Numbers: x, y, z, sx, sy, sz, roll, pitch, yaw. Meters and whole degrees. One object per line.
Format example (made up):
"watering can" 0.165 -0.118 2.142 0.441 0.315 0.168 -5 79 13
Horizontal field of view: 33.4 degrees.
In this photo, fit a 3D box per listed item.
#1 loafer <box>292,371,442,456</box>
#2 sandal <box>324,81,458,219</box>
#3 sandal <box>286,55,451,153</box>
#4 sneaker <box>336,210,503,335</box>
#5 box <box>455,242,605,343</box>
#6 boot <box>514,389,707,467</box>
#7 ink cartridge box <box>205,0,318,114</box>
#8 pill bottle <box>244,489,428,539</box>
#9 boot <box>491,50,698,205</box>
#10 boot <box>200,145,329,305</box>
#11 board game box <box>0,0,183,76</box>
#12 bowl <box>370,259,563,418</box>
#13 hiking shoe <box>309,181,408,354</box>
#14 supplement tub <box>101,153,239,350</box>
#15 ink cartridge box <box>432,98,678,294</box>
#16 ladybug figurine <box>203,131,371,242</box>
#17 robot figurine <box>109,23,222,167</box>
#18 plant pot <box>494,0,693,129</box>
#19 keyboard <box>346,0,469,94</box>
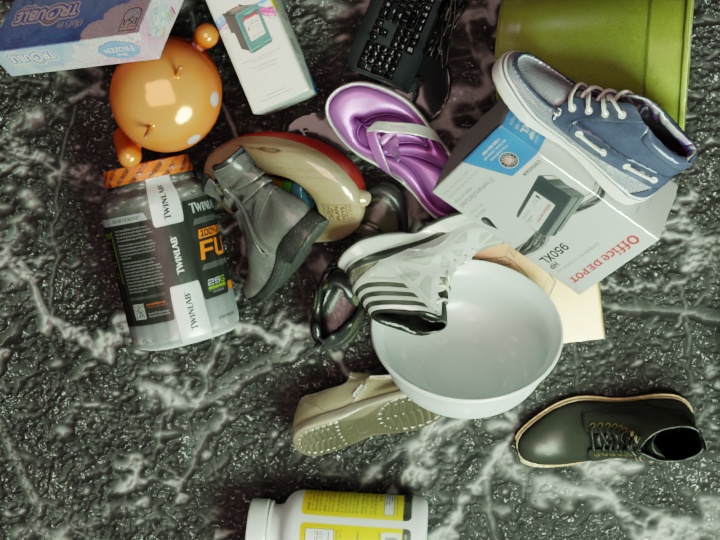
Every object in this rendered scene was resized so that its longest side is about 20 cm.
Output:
"loafer" 0.015 0.145 1.346 0.200 0.068 0.076 -15 138 -8
"sandal" 0.051 -0.129 1.291 0.203 0.050 0.082 39 101 -11
"sandal" 0.013 -0.170 1.323 0.200 0.043 0.076 -28 95 6
"sneaker" 0.084 0.009 1.264 0.200 0.076 0.115 -15 67 -23
"box" 0.182 -0.013 1.343 0.163 0.021 0.200 -7 97 5
"boot" 0.269 0.181 1.303 0.200 0.138 0.078 -17 96 7
"ink cartridge box" -0.116 -0.271 1.282 0.067 0.116 0.200 -22 95 5
"pill bottle" -0.026 0.305 1.349 0.200 0.112 0.113 3 97 3
"boot" 0.223 -0.153 1.133 0.200 0.090 0.073 39 55 -6
"boot" -0.115 -0.051 1.278 0.132 0.200 0.070 42 55 2
"board game box" -0.262 -0.297 1.234 0.200 0.043 0.199 -1 59 29
"bowl" 0.111 0.089 1.280 0.201 0.201 0.090 2 135 3
"hiking shoe" 0.000 0.000 1.315 0.076 0.101 0.200 21 97 1
"supplement tub" -0.212 -0.021 1.316 0.122 0.123 0.200 -12 97 5
"ink cartridge box" 0.199 -0.083 1.232 0.200 0.145 0.084 34 56 -8
"ladybug figurine" -0.074 -0.096 1.299 0.200 0.072 0.136 13 140 24
"robot figurine" -0.202 -0.184 1.253 0.144 0.200 0.117 -19 105 -2
"plant pot" 0.242 -0.223 1.241 0.193 0.200 0.201 4 97 15
"keyboard" 0.067 -0.292 1.287 0.104 0.040 0.200 22 85 0
